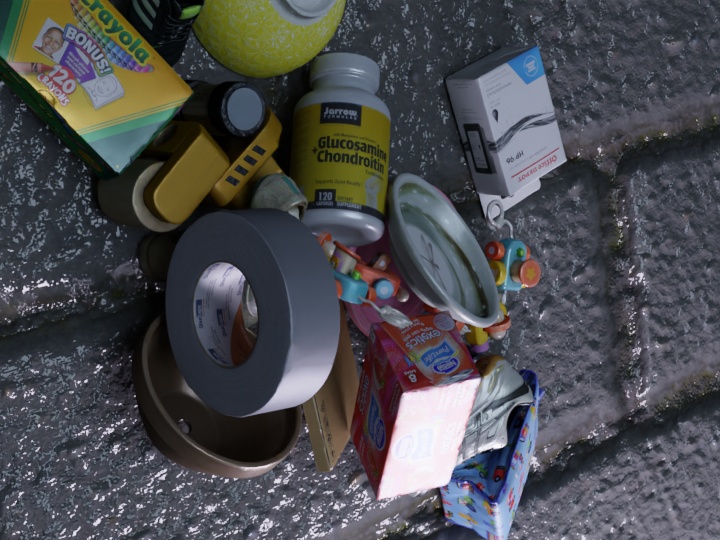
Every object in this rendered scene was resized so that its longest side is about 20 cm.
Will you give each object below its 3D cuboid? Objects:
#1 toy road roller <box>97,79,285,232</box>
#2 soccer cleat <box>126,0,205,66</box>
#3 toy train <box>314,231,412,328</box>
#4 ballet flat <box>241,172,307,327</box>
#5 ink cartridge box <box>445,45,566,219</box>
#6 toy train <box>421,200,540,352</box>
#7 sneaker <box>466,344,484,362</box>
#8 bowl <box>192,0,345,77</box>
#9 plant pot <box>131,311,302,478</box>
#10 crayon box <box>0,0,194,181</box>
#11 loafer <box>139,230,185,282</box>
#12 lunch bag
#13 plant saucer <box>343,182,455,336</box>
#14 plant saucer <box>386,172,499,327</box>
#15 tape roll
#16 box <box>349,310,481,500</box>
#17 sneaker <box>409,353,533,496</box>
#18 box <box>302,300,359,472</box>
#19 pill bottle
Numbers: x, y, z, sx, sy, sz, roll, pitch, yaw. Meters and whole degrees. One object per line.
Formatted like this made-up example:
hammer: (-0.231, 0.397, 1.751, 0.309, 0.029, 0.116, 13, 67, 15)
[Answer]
toy road roller: (-0.161, -0.099, 1.289, 0.200, 0.122, 0.146, -51, 124, -21)
soccer cleat: (-0.189, -0.264, 1.219, 0.067, 0.081, 0.201, -21, 150, -27)
toy train: (0.000, 0.000, 1.325, 0.149, 0.200, 0.056, 20, 98, -10)
ballet flat: (-0.098, -0.006, 1.292, 0.067, 0.062, 0.201, -22, 138, -40)
ink cartridge box: (0.194, -0.174, 1.584, 0.116, 0.068, 0.202, -31, 114, -30)
toy train: (0.157, 0.018, 1.524, 0.201, 0.055, 0.151, -54, 132, -24)
sneaker: (0.095, 0.129, 1.557, 0.200, 0.077, 0.113, 49, 63, -43)
bowl: (-0.082, -0.311, 1.330, 0.199, 0.107, 0.202, -6, 101, -37)
plant pot: (-0.168, 0.144, 1.311, 0.200, 0.093, 0.202, 30, 35, -24)
crayon box: (-0.275, -0.201, 1.201, 0.200, 0.058, 0.119, 46, 68, -17)
loafer: (-0.142, -0.016, 1.349, 0.199, 0.067, 0.077, -11, 103, -36)
lunch bag: (0.189, 0.231, 1.594, 0.201, 0.093, 0.151, -55, 155, -24)
plant saucer: (0.044, -0.010, 1.498, 0.199, 0.051, 0.203, -9, 103, -41)
plant saucer: (0.083, -0.015, 1.408, 0.200, 0.050, 0.201, 44, 26, -28)
tape roll: (-0.110, 0.040, 1.216, 0.066, 0.199, 0.203, -6, 100, -43)
box: (0.056, 0.150, 1.356, 0.095, 0.100, 0.201, -9, 139, -19)
sneaker: (0.134, 0.202, 1.486, 0.087, 0.076, 0.201, 38, 87, -12)
box: (-0.040, 0.104, 1.418, 0.164, 0.021, 0.202, -53, 134, -67)
pill bottle: (-0.023, -0.135, 1.383, 0.111, 0.112, 0.202, 14, 71, -37)
